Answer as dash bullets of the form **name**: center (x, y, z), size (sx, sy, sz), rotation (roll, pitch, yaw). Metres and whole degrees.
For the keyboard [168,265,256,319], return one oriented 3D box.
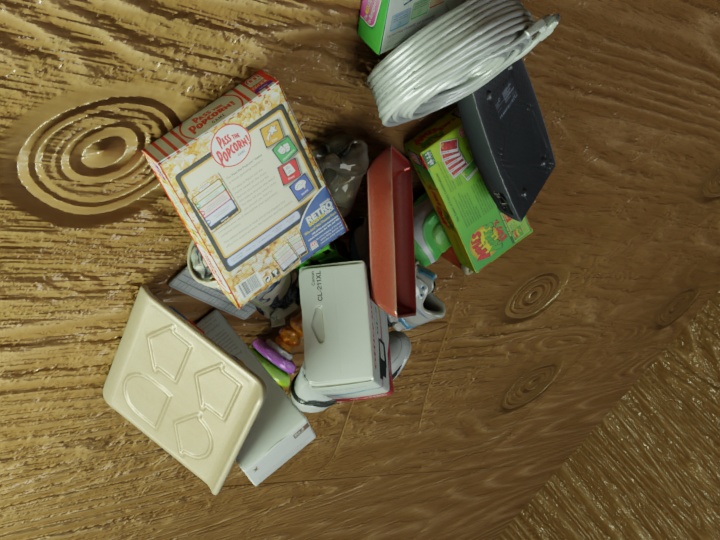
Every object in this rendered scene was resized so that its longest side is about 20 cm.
- **keyboard**: center (-0.168, 0.022, 1.437), size (0.056, 0.011, 0.200), rotation (-45, 155, 5)

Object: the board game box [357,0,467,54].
- **board game box**: center (0.078, -0.335, 1.201), size (0.152, 0.040, 0.201), rotation (-29, 152, -28)

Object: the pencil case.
- **pencil case**: center (-0.130, 0.002, 1.367), size (0.077, 0.090, 0.200), rotation (-17, 161, 16)

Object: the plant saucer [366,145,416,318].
- **plant saucer**: center (0.039, -0.043, 1.436), size (0.036, 0.202, 0.200), rotation (-2, 179, 10)

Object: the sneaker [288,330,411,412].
- **sneaker**: center (-0.004, 0.122, 1.614), size (0.198, 0.075, 0.115), rotation (-24, 156, -25)

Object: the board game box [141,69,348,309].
- **board game box**: center (-0.115, -0.082, 1.212), size (0.151, 0.046, 0.201), rotation (-35, 128, -14)

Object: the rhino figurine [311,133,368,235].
- **rhino figurine**: center (-0.039, -0.089, 1.395), size (0.087, 0.060, 0.201), rotation (-25, 154, -26)

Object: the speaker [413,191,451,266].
- **speaker**: center (0.135, -0.095, 1.612), size (0.200, 0.089, 0.089), rotation (-41, 155, -4)

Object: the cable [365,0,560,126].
- **cable**: center (0.099, -0.234, 1.284), size (0.199, 0.070, 0.200), rotation (-28, 177, -26)

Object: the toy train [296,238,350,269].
- **toy train**: center (-0.064, -0.029, 1.383), size (0.056, 0.042, 0.200), rotation (-27, 164, 13)

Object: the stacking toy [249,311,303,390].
- **stacking toy**: center (-0.129, 0.136, 1.587), size (0.201, 0.109, 0.116), rotation (-54, 170, 0)

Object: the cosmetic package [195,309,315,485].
- **cosmetic package**: center (-0.155, 0.156, 1.440), size (0.101, 0.200, 0.074), rotation (-37, 155, -9)

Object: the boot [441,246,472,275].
- **boot**: center (0.191, -0.086, 1.685), size (0.200, 0.107, 0.075), rotation (-46, 153, 4)

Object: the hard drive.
- **hard drive**: center (0.184, -0.177, 1.470), size (0.135, 0.042, 0.201), rotation (-54, 133, -35)

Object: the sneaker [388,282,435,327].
- **sneaker**: center (0.019, 0.049, 1.662), size (0.199, 0.088, 0.076), rotation (-34, 154, -17)

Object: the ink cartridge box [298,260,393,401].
- **ink cartridge box**: center (-0.014, 0.080, 1.442), size (0.082, 0.148, 0.200), rotation (-6, 169, 7)

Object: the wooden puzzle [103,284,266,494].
- **wooden puzzle**: center (-0.201, 0.135, 1.348), size (0.046, 0.199, 0.186), rotation (-32, 156, -51)

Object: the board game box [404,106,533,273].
- **board game box**: center (0.145, -0.108, 1.531), size (0.101, 0.048, 0.201), rotation (-35, 122, -11)

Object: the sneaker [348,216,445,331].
- **sneaker**: center (0.055, -0.002, 1.564), size (0.201, 0.086, 0.075), rotation (54, 41, -36)
